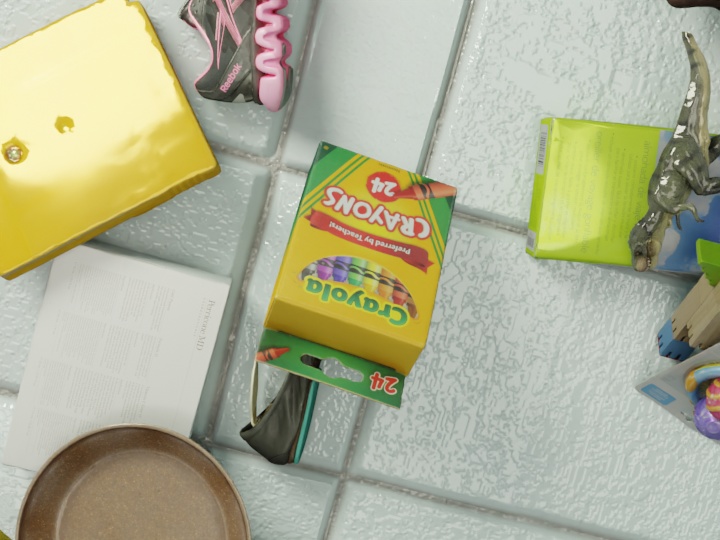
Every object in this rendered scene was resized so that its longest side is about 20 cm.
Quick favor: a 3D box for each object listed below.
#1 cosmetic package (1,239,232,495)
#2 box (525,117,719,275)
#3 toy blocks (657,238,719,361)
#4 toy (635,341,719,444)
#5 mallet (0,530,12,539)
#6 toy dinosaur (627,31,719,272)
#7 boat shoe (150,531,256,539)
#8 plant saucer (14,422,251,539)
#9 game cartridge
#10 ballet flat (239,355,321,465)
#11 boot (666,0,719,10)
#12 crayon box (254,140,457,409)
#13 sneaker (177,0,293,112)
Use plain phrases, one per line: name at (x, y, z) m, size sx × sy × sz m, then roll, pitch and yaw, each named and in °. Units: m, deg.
cosmetic package at (-0.206, 0.085, 1.047) m, size 0.149 × 0.052 × 0.202 m, roll 16°, pitch 96°, yaw -3°
box at (0.249, -0.062, 1.056) m, size 0.197 × 0.048 × 0.124 m, roll 6°, pitch 98°, yaw -5°
toy blocks at (0.349, 0.057, 1.044) m, size 0.198 × 0.101 × 0.137 m, roll 14°, pitch 139°, yaw -9°
toy at (0.323, 0.111, 1.015) m, size 0.115 × 0.200 × 0.047 m, roll 33°, pitch 56°, yaw -6°
mallet at (-0.298, 0.214, 1.015) m, size 0.065 × 0.041 × 0.201 m, roll -29°, pitch 137°, yaw -7°
toy dinosaur at (0.283, -0.090, 1.011) m, size 0.087 × 0.047 × 0.202 m, roll 15°, pitch 91°, yaw 1°
boat shoe at (-0.106, 0.271, 1.069) m, size 0.198 × 0.071 × 0.064 m, roll 21°, pitch 95°, yaw -8°
plant saucer at (-0.184, 0.226, 1.011) m, size 0.198 × 0.037 × 0.203 m, roll 0°, pitch 89°, yaw 5°
game cartridge at (-0.238, -0.114, 1.006) m, size 0.198 × 0.032 × 0.178 m, roll -26°, pitch 81°, yaw -2°
ballet flat at (-0.053, 0.069, 1.048) m, size 0.068 × 0.068 × 0.202 m, roll 21°, pitch 95°, yaw 3°
boot at (0.352, -0.184, 1.015) m, size 0.198 × 0.072 × 0.168 m, roll -8°, pitch 96°, yaw -7°
crayon box at (0.000, 0.000, 0.987) m, size 0.126 × 0.051 × 0.202 m, roll 18°, pitch 54°, yaw -6°
sneaker at (-0.106, -0.232, 1.006) m, size 0.094 × 0.079 × 0.203 m, roll -1°, pitch 97°, yaw 8°
